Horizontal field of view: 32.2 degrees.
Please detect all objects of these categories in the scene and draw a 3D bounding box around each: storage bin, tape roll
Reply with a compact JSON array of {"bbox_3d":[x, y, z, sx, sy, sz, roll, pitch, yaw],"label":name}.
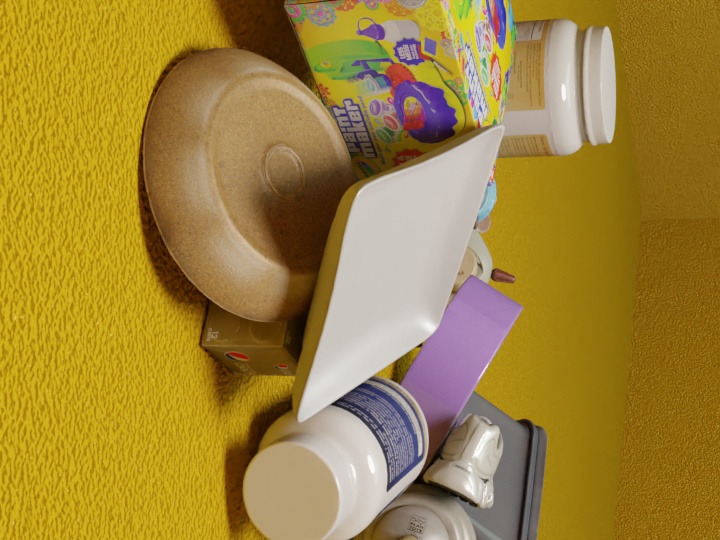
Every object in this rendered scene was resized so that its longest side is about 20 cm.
[{"bbox_3d":[0.108,0.234,1.400,0.134,0.145,0.202,41,45,-29],"label":"storage bin"},{"bbox_3d":[0.087,0.106,1.267,0.201,0.065,0.200,-57,173,-10],"label":"tape roll"}]

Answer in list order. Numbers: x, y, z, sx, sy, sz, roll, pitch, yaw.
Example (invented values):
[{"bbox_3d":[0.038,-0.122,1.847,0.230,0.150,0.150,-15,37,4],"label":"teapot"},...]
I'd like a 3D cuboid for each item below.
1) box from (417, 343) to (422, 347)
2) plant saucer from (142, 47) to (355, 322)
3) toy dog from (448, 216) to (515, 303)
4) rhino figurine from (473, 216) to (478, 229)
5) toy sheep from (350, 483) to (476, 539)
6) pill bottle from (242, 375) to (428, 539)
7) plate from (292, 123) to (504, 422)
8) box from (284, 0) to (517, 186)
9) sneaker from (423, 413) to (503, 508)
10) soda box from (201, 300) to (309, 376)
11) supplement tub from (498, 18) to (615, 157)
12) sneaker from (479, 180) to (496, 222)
[{"bbox_3d":[0.000,0.000,1.139,0.200,0.081,0.069,60,35,-58],"label":"box"},{"bbox_3d":[-0.064,-0.066,0.887,0.199,0.035,0.203,16,68,-44],"label":"plant saucer"},{"bbox_3d":[0.140,-0.051,1.516,0.132,0.095,0.203,-18,109,-86],"label":"toy dog"},{"bbox_3d":[0.064,-0.065,1.128,0.200,0.086,0.061,34,59,-85],"label":"rhino figurine"},{"bbox_3d":[0.050,0.273,1.206,0.200,0.136,0.140,90,4,-78],"label":"toy sheep"},{"bbox_3d":[-0.020,0.157,1.022,0.200,0.110,0.113,-18,106,-71],"label":"pill bottle"},{"bbox_3d":[0.022,-0.006,0.933,0.199,0.032,0.202,-30,142,-49],"label":"plate"},{"bbox_3d":[0.042,-0.202,1.005,0.201,0.120,0.194,67,29,-47],"label":"box"},{"bbox_3d":[0.108,0.184,1.218,0.200,0.074,0.082,76,38,-80],"label":"sneaker"},{"bbox_3d":[-0.064,-0.022,0.964,0.064,0.067,0.202,55,39,-60],"label":"soda box"},{"bbox_3d":[0.170,-0.195,1.349,0.144,0.197,0.147,0,90,-71],"label":"supplement tub"},{"bbox_3d":[0.068,-0.142,1.257,0.201,0.079,0.095,58,20,15],"label":"sneaker"}]
